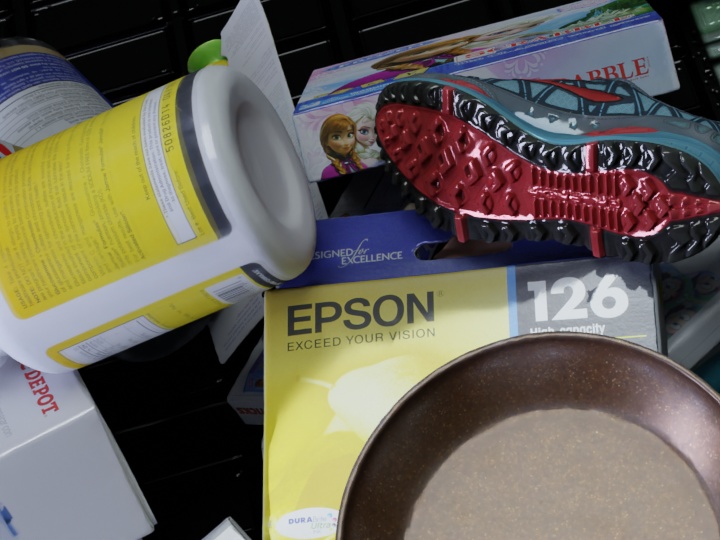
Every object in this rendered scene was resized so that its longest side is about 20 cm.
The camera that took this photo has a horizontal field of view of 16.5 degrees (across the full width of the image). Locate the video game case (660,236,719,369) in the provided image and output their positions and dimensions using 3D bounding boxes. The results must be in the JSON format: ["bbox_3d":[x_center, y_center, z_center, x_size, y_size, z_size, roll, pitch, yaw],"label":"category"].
[{"bbox_3d":[0.127,0.004,1.302,0.200,0.024,0.182,-41,34,-14],"label":"video game case"}]

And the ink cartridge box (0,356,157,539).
[{"bbox_3d":[-0.223,0.118,1.282,0.199,0.086,0.146,-28,26,-8],"label":"ink cartridge box"}]

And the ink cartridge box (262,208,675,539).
[{"bbox_3d":[0.051,0.047,1.208,0.196,0.047,0.201,-6,64,9],"label":"ink cartridge box"}]

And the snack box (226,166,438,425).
[{"bbox_3d":[0.000,0.000,1.370,0.072,0.024,0.201,-1,48,41],"label":"snack box"}]

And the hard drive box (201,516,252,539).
[{"bbox_3d":[-0.080,0.238,1.105,0.200,0.077,0.156,-40,71,-11],"label":"hard drive box"}]

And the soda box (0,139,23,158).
[{"bbox_3d":[-0.251,0.016,1.350,0.200,0.063,0.068,-50,46,23],"label":"soda box"}]

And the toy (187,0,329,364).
[{"bbox_3d":[-0.056,-0.054,1.412,0.115,0.047,0.201,-52,41,32],"label":"toy"}]

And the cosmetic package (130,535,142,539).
[{"bbox_3d":[-0.138,0.244,1.207,0.150,0.052,0.200,-24,49,-7],"label":"cosmetic package"}]

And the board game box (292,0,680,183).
[{"bbox_3d":[0.067,-0.105,1.365,0.199,0.041,0.200,-14,10,4],"label":"board game box"}]

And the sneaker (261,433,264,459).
[{"bbox_3d":[-0.030,0.158,1.233,0.092,0.076,0.201,-24,48,1],"label":"sneaker"}]

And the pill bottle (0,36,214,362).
[{"bbox_3d":[-0.163,-0.039,1.405,0.112,0.112,0.200,-35,51,-14],"label":"pill bottle"}]

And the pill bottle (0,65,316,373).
[{"bbox_3d":[-0.130,-0.016,1.233,0.199,0.112,0.113,-22,47,17],"label":"pill bottle"}]

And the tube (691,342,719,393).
[{"bbox_3d":[0.117,0.080,1.271,0.199,0.051,0.077,-34,36,-9],"label":"tube"}]

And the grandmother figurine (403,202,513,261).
[{"bbox_3d":[0.055,0.013,1.282,0.200,0.061,0.121,-41,42,-8],"label":"grandmother figurine"}]

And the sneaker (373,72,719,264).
[{"bbox_3d":[0.102,-0.056,1.232,0.199,0.080,0.095,17,30,26],"label":"sneaker"}]

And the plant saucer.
[{"bbox_3d":[0.089,0.126,1.118,0.199,0.037,0.202,-4,64,8],"label":"plant saucer"}]
